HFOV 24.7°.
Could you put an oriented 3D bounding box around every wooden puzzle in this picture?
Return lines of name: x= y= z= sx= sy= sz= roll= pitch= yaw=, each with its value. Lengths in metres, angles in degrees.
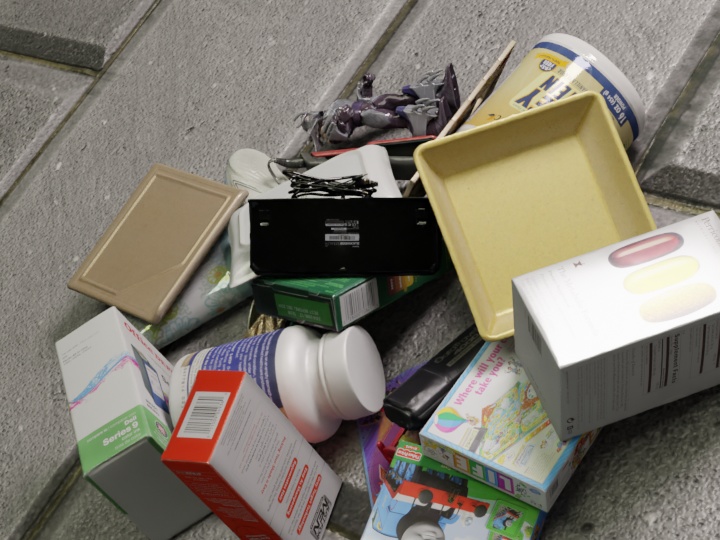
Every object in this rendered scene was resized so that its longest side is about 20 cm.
wooden puzzle: x=-0.231 y=-0.030 z=1.895 sx=0.199 sy=0.037 sz=0.186 roll=16 pitch=66 yaw=48

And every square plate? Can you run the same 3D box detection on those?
square plate: x=-0.056 y=-0.066 z=1.737 sx=0.197 sy=0.029 sz=0.200 roll=-26 pitch=20 yaw=5

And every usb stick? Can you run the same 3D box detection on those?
usb stick: x=0.103 y=0.086 z=1.599 sx=0.200 sy=0.033 sz=0.055 roll=-38 pitch=32 yaw=-26

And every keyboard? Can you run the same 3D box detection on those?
keyboard: x=-0.014 y=-0.047 z=1.636 sx=0.198 sy=0.040 sz=0.105 roll=1 pitch=93 yaw=15

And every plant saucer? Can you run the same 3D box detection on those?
plant saucer: x=0.169 y=-0.049 z=1.567 sx=0.198 sy=0.048 sz=0.202 roll=-18 pitch=78 yaw=-10

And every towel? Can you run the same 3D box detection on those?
towel: x=-0.214 y=-0.002 z=1.915 sx=0.170 sy=0.048 sz=0.201 roll=-32 pitch=42 yaw=10

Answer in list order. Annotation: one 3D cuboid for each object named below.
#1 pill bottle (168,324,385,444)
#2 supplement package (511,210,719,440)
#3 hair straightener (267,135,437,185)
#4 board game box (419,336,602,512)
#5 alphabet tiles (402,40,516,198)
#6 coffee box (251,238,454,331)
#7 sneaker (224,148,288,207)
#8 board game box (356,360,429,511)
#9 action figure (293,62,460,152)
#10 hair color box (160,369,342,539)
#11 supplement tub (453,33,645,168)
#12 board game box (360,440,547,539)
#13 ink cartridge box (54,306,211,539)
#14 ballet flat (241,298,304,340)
pill bottle: x=-0.082 y=0.122 z=1.662 sx=0.198 sy=0.120 sz=0.121 roll=-16 pitch=46 yaw=23
supplement package: x=0.247 y=0.048 z=1.465 sx=0.198 sy=0.110 sz=0.114 roll=-19 pitch=50 yaw=-8
hair straightener: x=-0.009 y=-0.111 z=1.839 sx=0.198 sy=0.041 sz=0.077 roll=0 pitch=49 yaw=9
board game box: x=0.163 y=0.113 z=1.521 sx=0.134 sy=0.034 sz=0.200 roll=22 pitch=56 yaw=27
alphabet tiles: x=0.091 y=-0.131 z=1.732 sx=0.008 sy=0.168 sz=0.200 roll=34 pitch=58 yaw=6
coffee box: x=0.000 y=0.000 z=1.698 sx=0.122 sy=0.044 sz=0.199 roll=11 pitch=28 yaw=41
sneaker: x=-0.090 y=-0.061 z=1.880 sx=0.071 sy=0.073 sz=0.200 roll=-21 pitch=50 yaw=-25
board game box: x=0.066 y=0.155 z=1.593 sx=0.157 sy=0.039 sz=0.201 roll=-25 pitch=44 yaw=14
action figure: x=0.014 y=-0.184 z=1.898 sx=0.198 sy=0.070 sz=0.131 roll=-5 pitch=35 yaw=22
hair color box: x=-0.099 y=0.190 z=1.555 sx=0.061 sy=0.200 sz=0.102 roll=-1 pitch=53 yaw=33
supplement tub: x=0.180 y=-0.127 z=1.686 sx=0.200 sy=0.145 sz=0.144 roll=-48 pitch=43 yaw=-11
board game box: x=0.071 y=0.263 z=1.470 sx=0.150 sy=0.037 sz=0.201 roll=13 pitch=61 yaw=19
ink cartridge box: x=-0.234 y=0.159 z=1.711 sx=0.087 sy=0.146 sz=0.201 roll=-33 pitch=42 yaw=5
ballet flat: x=-0.074 y=0.016 z=1.768 sx=0.065 sy=0.071 sz=0.201 roll=22 pitch=73 yaw=22
